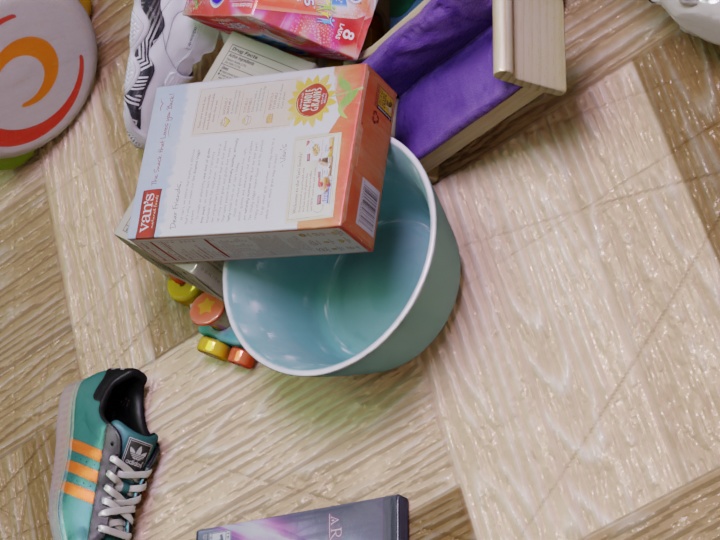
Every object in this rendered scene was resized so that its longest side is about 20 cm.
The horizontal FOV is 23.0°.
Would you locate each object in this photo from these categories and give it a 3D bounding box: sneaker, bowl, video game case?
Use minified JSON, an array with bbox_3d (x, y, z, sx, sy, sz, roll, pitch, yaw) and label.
[{"bbox_3d":[-0.153,-0.198,1.603,0.075,0.114,0.202,-93,11,-64],"label":"sneaker"},{"bbox_3d":[0.000,0.000,1.393,0.199,0.105,0.203,-14,64,31],"label":"bowl"},{"bbox_3d":[-0.213,0.173,1.497,0.079,0.071,0.202,-25,56,30],"label":"sneaker"},{"bbox_3d":[-0.049,0.260,1.376,0.198,0.019,0.144,-15,63,32],"label":"video game case"}]

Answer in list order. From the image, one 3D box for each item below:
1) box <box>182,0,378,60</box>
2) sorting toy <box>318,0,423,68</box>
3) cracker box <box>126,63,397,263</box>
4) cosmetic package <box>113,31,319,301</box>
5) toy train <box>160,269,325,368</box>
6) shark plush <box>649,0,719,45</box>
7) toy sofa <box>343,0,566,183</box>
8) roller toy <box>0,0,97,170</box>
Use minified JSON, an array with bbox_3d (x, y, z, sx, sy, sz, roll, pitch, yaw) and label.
[{"bbox_3d":[-0.063,-0.237,1.465,0.200,0.102,0.096,21,91,66],"label":"box"},{"bbox_3d":[0.024,-0.244,1.497,0.199,0.036,0.187,-24,58,42],"label":"sorting toy"},{"bbox_3d":[-0.077,-0.080,1.371,0.198,0.058,0.135,-2,68,29],"label":"cracker box"},{"bbox_3d":[-0.107,-0.086,1.472,0.103,0.073,0.201,26,80,35],"label":"cosmetic package"},{"bbox_3d":[-0.112,-0.017,1.515,0.150,0.055,0.201,-39,52,17],"label":"toy train"},{"bbox_3d":[0.262,-0.207,1.294,0.198,0.091,0.084,19,69,27],"label":"shark plush"},{"bbox_3d":[0.066,-0.147,1.365,0.200,0.097,0.084,-32,51,54],"label":"toy sofa"},{"bbox_3d":[-0.357,-0.216,1.696,0.140,0.182,0.201,38,95,41],"label":"roller toy"}]
